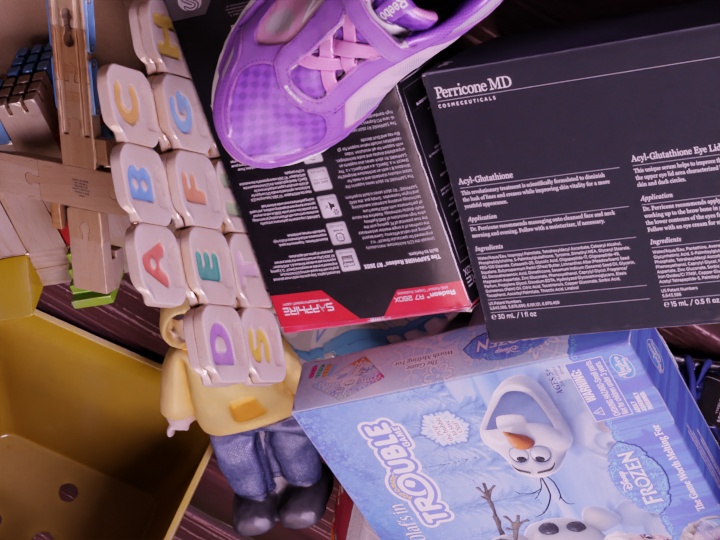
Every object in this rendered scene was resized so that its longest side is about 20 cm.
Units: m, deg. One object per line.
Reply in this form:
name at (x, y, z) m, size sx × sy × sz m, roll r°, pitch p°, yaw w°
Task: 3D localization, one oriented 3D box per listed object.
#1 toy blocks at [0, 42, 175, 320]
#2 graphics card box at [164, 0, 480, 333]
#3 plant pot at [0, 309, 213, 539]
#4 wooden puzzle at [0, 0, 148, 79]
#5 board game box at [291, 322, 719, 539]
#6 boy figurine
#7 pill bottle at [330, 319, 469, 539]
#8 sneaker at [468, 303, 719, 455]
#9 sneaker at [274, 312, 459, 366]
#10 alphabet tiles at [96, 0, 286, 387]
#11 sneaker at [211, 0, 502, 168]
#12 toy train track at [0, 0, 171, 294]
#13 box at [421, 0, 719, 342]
toy blocks at (-0.174, -0.062, 1.226) m, size 0.199 × 0.100 × 0.137 m, roll -9°, pitch 129°, yaw 19°
graphics card box at (-0.013, -0.072, 1.125) m, size 0.125 × 0.051 × 0.201 m, roll -8°, pitch 110°, yaw 36°
plant pot at (-0.221, 0.163, 1.515) m, size 0.199 × 0.201 × 0.177 m, roll 23°, pitch 156°, yaw 3°
wooden puzzle at (-0.186, -0.165, 1.196) m, size 0.199 × 0.037 × 0.186 m, roll 11°, pitch 143°, yaw 12°
board game box at (0.094, 0.110, 1.215) m, size 0.198 × 0.044 × 0.200 m, roll -13°, pitch 131°, yaw 25°
boy figurine at (-0.071, 0.074, 1.391) m, size 0.123 × 0.065 × 0.201 m, roll -7°, pitch 127°, yaw 14°
pill bottle at (0.043, 0.122, 1.354) m, size 0.109 × 0.110 × 0.200 m, roll 20°, pitch 144°, yaw 7°
sneaker at (0.152, 0.063, 1.248) m, size 0.115 × 0.081 × 0.199 m, roll -10°, pitch 139°, yaw 35°
sneaker at (0.000, 0.000, 1.260) m, size 0.087 × 0.075 × 0.200 m, roll 45°, pitch 141°, yaw -16°
alphabet tiles at (-0.077, -0.039, 1.142) m, size 0.015 × 0.201 × 0.195 m, roll -13°, pitch 172°, yaw 21°
sneaker at (0.006, -0.117, 1.012) m, size 0.200 × 0.089 × 0.081 m, roll -39°, pitch 102°, yaw 17°
toy train track at (-0.139, -0.088, 1.143) m, size 0.114 × 0.032 × 0.201 m, roll 11°, pitch 115°, yaw 31°
box at (0.144, -0.050, 1.046) m, size 0.199 × 0.079 × 0.142 m, roll -6°, pitch 108°, yaw 35°
